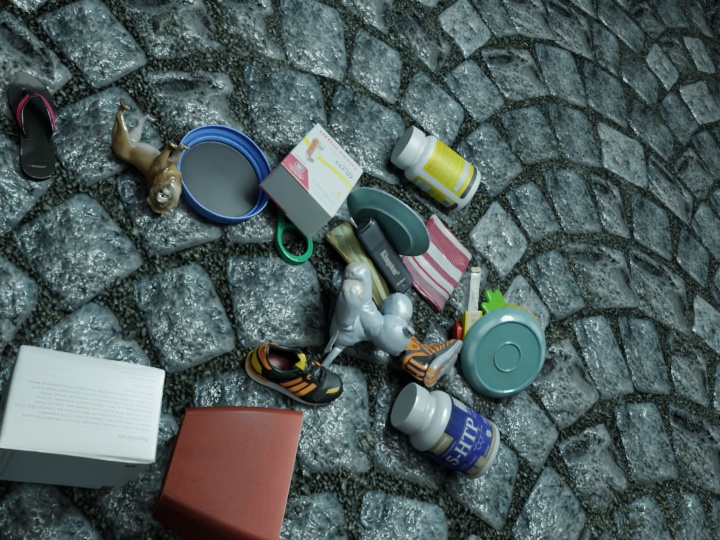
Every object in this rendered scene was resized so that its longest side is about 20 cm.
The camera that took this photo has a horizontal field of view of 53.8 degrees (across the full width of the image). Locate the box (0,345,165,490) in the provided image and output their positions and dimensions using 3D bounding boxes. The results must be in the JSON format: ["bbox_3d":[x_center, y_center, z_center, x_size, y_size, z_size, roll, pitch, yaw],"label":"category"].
[{"bbox_3d":[-0.397,0.213,0.985,0.195,0.198,0.134,15,59,-27],"label":"box"}]

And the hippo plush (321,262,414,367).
[{"bbox_3d":[0.028,0.087,1.341,0.156,0.161,0.204,15,55,-3],"label":"hippo plush"}]

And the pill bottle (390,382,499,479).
[{"bbox_3d":[0.160,0.305,1.372,0.197,0.119,0.122,32,53,-16],"label":"pill bottle"}]

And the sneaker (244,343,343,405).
[{"bbox_3d":[-0.106,0.184,1.269,0.196,0.090,0.072,23,56,-23],"label":"sneaker"}]

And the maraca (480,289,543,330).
[{"bbox_3d":[0.338,0.130,1.585,0.200,0.106,0.138,45,38,-13],"label":"maraca"}]

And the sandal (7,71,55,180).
[{"bbox_3d":[-0.552,-0.253,1.208,0.073,0.045,0.205,-4,70,-35],"label":"sandal"}]

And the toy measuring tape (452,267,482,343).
[{"bbox_3d":[0.236,0.092,1.535,0.072,0.073,0.207,-3,99,-35],"label":"toy measuring tape"}]

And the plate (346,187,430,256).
[{"bbox_3d":[0.051,-0.089,1.445,0.199,0.199,0.026,39,65,-11],"label":"plate"}]

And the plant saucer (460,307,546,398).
[{"bbox_3d":[0.310,0.181,1.513,0.194,0.027,0.207,-2,103,-10],"label":"plant saucer"}]

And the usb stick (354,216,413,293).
[{"bbox_3d":[0.051,-0.027,1.459,0.056,0.032,0.201,-45,128,-13],"label":"usb stick"}]

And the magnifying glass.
[{"bbox_3d":[-0.152,-0.108,1.430,0.078,0.022,0.205,-9,75,-37],"label":"magnifying glass"}]

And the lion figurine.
[{"bbox_3d":[-0.388,-0.204,1.279,0.199,0.124,0.072,41,18,10],"label":"lion figurine"}]

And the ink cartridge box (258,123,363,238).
[{"bbox_3d":[-0.094,-0.186,1.434,0.145,0.083,0.201,44,37,-11],"label":"ink cartridge box"}]

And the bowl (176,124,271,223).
[{"bbox_3d":[-0.266,-0.184,1.374,0.196,0.039,0.206,15,60,-27],"label":"bowl"}]

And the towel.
[{"bbox_3d":[0.172,-0.021,1.605,0.144,0.023,0.201,45,50,-9],"label":"towel"}]

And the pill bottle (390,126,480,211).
[{"bbox_3d":[0.173,-0.238,1.652,0.198,0.114,0.116,33,53,-17],"label":"pill bottle"}]

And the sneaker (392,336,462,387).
[{"bbox_3d":[0.135,0.163,1.452,0.110,0.079,0.199,28,17,21],"label":"sneaker"}]

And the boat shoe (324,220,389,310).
[{"bbox_3d":[-0.001,-0.001,1.457,0.204,0.062,0.073,61,8,0],"label":"boat shoe"}]

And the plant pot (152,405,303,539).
[{"bbox_3d":[-0.209,0.316,1.079,0.172,0.201,0.205,18,57,-12],"label":"plant pot"}]
